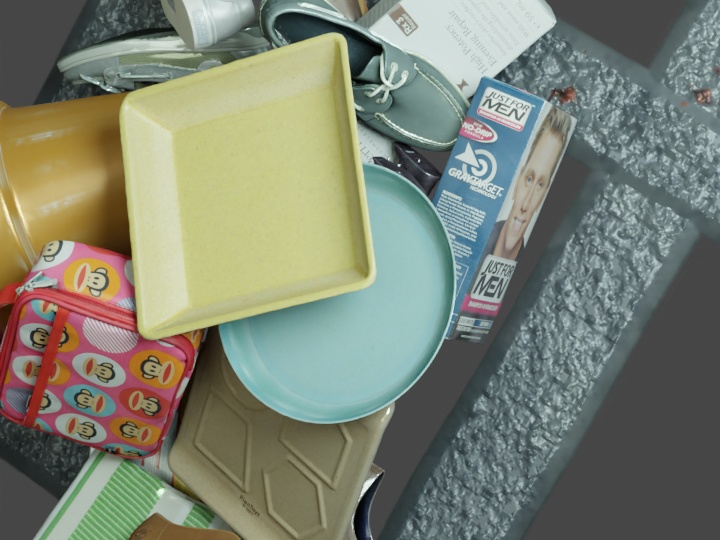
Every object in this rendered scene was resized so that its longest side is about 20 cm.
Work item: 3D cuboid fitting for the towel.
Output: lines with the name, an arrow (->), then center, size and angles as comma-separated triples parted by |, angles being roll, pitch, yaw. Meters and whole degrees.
towel -> -0.178, 0.251, 1.494 | 0.199, 0.023, 0.153 | 27, 64, 15

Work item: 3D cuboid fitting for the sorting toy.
sorting toy -> -0.064, 0.129, 1.431 | 0.185, 0.036, 0.201 | 39, 124, 26

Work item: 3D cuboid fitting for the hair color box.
hair color box -> 0.099, -0.045, 1.430 | 0.060, 0.100, 0.202 | 23, 95, 21

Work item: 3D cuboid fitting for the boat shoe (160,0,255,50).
boat shoe -> -0.137, -0.251, 1.531 | 0.068, 0.200, 0.073 | -15, 117, -11

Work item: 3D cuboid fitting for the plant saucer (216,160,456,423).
plant saucer -> -0.016, 0.017, 1.357 | 0.198, 0.027, 0.202 | -5, 77, 23

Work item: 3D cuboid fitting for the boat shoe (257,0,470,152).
boat shoe -> 0.004, -0.151, 1.397 | 0.199, 0.062, 0.073 | 35, 106, -12

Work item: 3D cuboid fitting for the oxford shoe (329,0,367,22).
oxford shoe -> -0.067, -0.266, 1.521 | 0.071, 0.073, 0.201 | -42, 73, 14

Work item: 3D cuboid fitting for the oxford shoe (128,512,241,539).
oxford shoe -> -0.102, 0.247, 1.438 | 0.198, 0.072, 0.072 | 22, 57, 19

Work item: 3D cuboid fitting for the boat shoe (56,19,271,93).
boat shoe -> -0.171, -0.178, 1.568 | 0.200, 0.074, 0.065 | -5, 104, 15

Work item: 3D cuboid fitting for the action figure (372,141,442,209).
action figure -> 0.000, 0.000, 1.445 | 0.069, 0.130, 0.201 | 37, 115, 23

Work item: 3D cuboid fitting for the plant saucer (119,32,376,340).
plant saucer -> -0.081, -0.059, 1.363 | 0.198, 0.048, 0.202 | -13, 74, 21

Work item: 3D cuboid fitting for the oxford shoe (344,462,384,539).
oxford shoe -> -0.028, 0.250, 1.477 | 0.072, 0.071, 0.202 | 10, 90, 17

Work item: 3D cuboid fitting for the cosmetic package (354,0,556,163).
cosmetic package -> 0.051, -0.179, 1.455 | 0.200, 0.074, 0.102 | -41, 105, 14

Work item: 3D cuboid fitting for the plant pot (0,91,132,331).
plant pot -> -0.243, -0.066, 1.536 | 0.182, 0.200, 0.202 | -19, 79, 3

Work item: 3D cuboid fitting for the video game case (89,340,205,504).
video game case -> -0.137, 0.133, 1.545 | 0.198, 0.017, 0.145 | 5, 88, 16

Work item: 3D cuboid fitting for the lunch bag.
lunch bag -> -0.223, 0.061, 1.452 | 0.175, 0.201, 0.082 | 19, 51, -6
